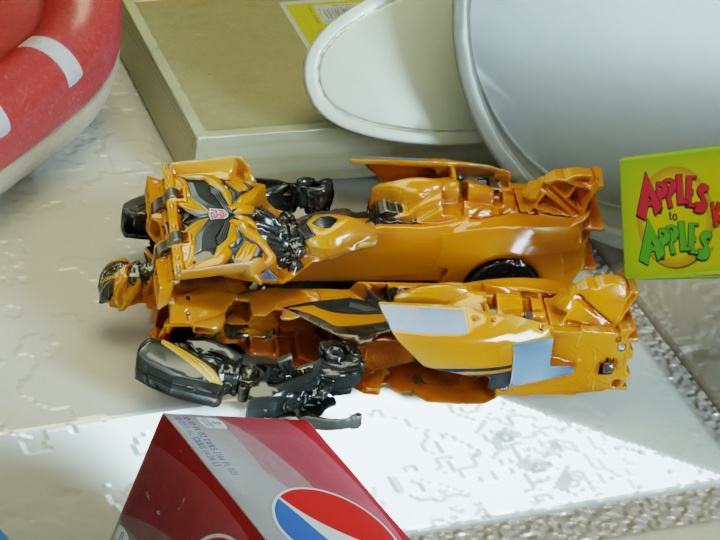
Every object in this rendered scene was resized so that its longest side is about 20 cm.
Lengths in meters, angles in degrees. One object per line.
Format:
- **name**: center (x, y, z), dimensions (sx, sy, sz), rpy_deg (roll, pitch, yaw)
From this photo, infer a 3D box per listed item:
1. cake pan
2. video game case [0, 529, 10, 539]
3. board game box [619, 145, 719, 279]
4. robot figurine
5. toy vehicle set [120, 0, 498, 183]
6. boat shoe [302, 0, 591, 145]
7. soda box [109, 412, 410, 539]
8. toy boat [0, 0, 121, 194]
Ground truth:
- **cake pan**: center (0.129, -0.107, 1.225), dimensions (0.200, 0.201, 0.037), rpy_deg (-2, 11, -14)
- **video game case**: center (-0.130, 0.155, 0.936), dimensions (0.143, 0.018, 0.200), rpy_deg (-18, 42, -34)
- **board game box**: center (0.204, -0.024, 1.149), dimensions (0.200, 0.048, 0.101), rpy_deg (-1, -3, -43)
- **robot figurine**: center (0.000, 0.000, 1.150), dimensions (0.200, 0.058, 0.145), rpy_deg (2, 36, -10)
- **toy vehicle set**: center (0.004, -0.087, 1.308), dimensions (0.200, 0.027, 0.124), rpy_deg (-5, 36, -19)
- **boat shoe**: center (0.061, -0.096, 1.270), dimensions (0.200, 0.073, 0.062), rpy_deg (-17, 5, -22)
- **soda box**: center (-0.004, 0.127, 0.944), dimensions (0.063, 0.070, 0.200), rpy_deg (5, 30, -40)
- **toy boat**: center (-0.179, -0.106, 1.205), dimensions (0.130, 0.131, 0.200), rpy_deg (22, 37, 19)
